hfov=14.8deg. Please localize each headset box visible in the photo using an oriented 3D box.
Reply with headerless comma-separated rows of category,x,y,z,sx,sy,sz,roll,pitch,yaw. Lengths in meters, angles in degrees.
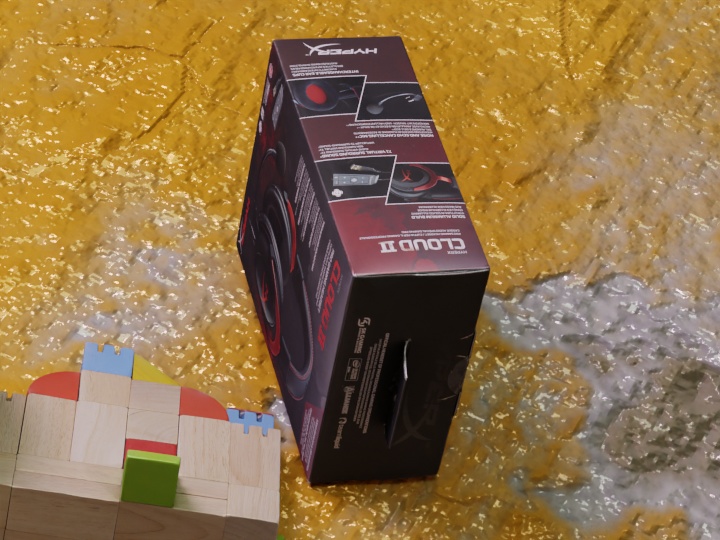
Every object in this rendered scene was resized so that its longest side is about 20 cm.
headset box,0.000,0.000,1.412,0.075,0.149,0.201,-3,45,-16

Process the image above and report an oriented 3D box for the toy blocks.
toy blocks,-0.116,0.091,1.338,0.199,0.100,0.137,8,31,-6
